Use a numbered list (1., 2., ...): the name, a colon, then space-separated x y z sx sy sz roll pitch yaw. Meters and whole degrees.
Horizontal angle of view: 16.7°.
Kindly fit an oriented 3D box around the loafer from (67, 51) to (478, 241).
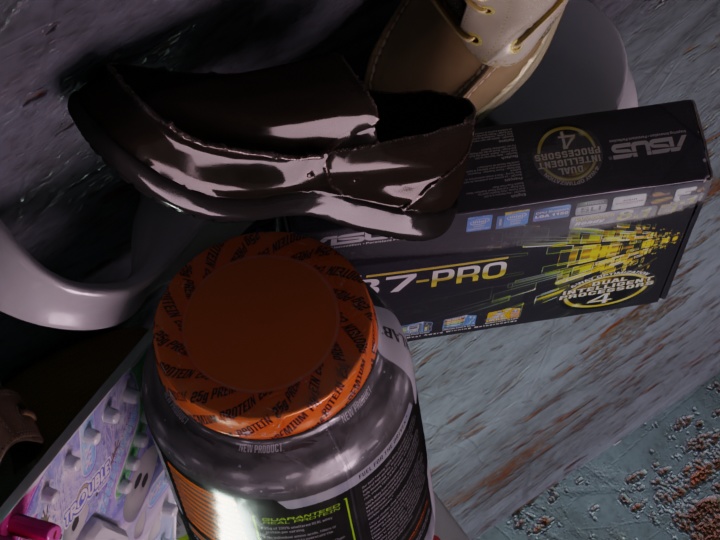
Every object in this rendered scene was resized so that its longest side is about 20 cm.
1. loafer: -0.032 -0.065 1.026 0.200 0.073 0.071 6 122 -42

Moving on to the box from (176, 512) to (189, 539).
1. box: -0.110 0.216 1.424 0.048 0.122 0.200 -28 169 -24

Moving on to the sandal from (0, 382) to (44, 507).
1. sandal: -0.166 0.083 1.087 0.080 0.057 0.201 -51 136 -41

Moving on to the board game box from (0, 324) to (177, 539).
1. board game box: -0.123 0.150 1.162 0.200 0.026 0.200 -53 154 -51

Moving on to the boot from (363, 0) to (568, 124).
1. boot: 0.043 -0.130 1.053 0.200 0.072 0.155 -48 165 25

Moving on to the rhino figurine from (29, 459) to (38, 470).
1. rhino figurine: -0.228 0.092 1.134 0.087 0.060 0.200 -15 172 15

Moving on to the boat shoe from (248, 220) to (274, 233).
1. boat shoe: 0.000 0.000 1.354 0.075 0.093 0.200 -27 178 30

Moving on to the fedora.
1. fedora: -0.148 0.090 1.313 0.201 0.082 0.201 -30 168 -7

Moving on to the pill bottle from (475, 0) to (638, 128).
1. pill bottle: 0.085 -0.072 1.287 0.111 0.111 0.200 -34 168 -12

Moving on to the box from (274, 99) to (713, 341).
1. box: 0.058 -0.018 1.185 0.200 0.049 0.161 -8 157 -6

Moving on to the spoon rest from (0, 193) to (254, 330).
1. spoon rest: -0.094 -0.016 1.117 0.200 0.061 0.099 -22 159 -48

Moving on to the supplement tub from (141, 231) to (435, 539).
1. supplement tub: -0.032 0.075 1.131 0.123 0.123 0.200 -34 150 -15

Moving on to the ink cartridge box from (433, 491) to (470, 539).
1. ink cartridge box: -0.048 0.152 1.538 0.145 0.200 0.145 -33 167 -14
